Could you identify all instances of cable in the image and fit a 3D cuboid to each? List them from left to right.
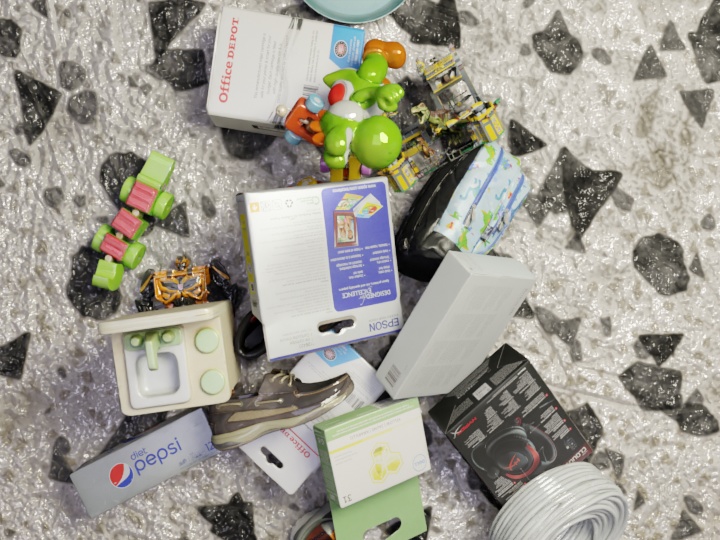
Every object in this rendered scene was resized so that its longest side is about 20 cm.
[{"bbox_3d":[0.267,0.351,0.993,0.199,0.069,0.201,32,99,-39],"label":"cable"}]

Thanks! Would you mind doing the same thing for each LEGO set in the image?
[{"bbox_3d":[0.085,-0.209,0.975,0.198,0.155,0.117,-24,119,23],"label":"LEGO set"}]

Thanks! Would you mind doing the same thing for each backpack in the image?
[{"bbox_3d":[0.138,-0.084,1.000,0.151,0.163,0.203,21,77,-10],"label":"backpack"}]

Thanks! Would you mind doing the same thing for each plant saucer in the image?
[{"bbox_3d":[-0.010,-0.450,1.052,0.196,0.027,0.205,0,88,-4],"label":"plant saucer"}]

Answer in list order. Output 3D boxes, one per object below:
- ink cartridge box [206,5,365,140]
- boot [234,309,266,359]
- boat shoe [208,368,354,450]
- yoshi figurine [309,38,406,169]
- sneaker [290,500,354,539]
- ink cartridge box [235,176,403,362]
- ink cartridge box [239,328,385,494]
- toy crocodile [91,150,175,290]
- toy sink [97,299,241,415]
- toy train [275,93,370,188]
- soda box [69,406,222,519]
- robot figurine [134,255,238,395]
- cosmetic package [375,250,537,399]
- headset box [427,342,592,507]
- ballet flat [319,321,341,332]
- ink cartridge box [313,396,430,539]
[{"bbox_3d":[-0.101,-0.263,1.015,0.196,0.084,0.149,9,88,-3],"label":"ink cartridge box"},{"bbox_3d":[-0.095,0.030,0.982,0.072,0.144,0.201,35,86,0],"label":"boot"},{"bbox_3d":[-0.105,0.165,0.947,0.197,0.074,0.075,-20,89,-5],"label":"boat shoe"},{"bbox_3d":[0.016,-0.187,0.892,0.110,0.202,0.113,-12,130,32],"label":"yoshi figurine"},{"bbox_3d":[-0.013,0.331,1.015,0.200,0.079,0.074,-43,90,-4],"label":"sneaker"},{"bbox_3d":[-0.046,-0.007,0.926,0.194,0.047,0.204,-9,98,-27],"label":"ink cartridge box"},{"bbox_3d":[-0.068,0.190,1.018,0.116,0.067,0.200,42,87,-2],"label":"ink cartridge box"},{"bbox_3d":[-0.313,-0.068,1.011,0.067,0.062,0.202,28,87,-3],"label":"toy crocodile"},{"bbox_3d":[-0.220,0.103,0.887,0.128,0.200,0.114,-8,90,-5],"label":"toy sink"},{"bbox_3d":[-0.069,-0.144,0.986,0.148,0.056,0.201,24,130,-17],"label":"toy train"},{"bbox_3d":[-0.285,0.255,1.007,0.197,0.063,0.069,-27,92,-3],"label":"soda box"},{"bbox_3d":[-0.234,0.080,1.015,0.142,0.058,0.204,-8,90,-4],"label":"robot figurine"},{"bbox_3d":[0.125,0.074,0.960,0.052,0.149,0.202,48,119,38],"label":"cosmetic package"},{"bbox_3d":[0.211,0.228,1.010,0.148,0.075,0.201,-40,109,-3],"label":"headset box"},{"bbox_3d":[0.000,0.000,1.014,0.068,0.068,0.203,31,73,-31],"label":"ballet flat"},{"bbox_3d":[0.025,0.281,0.975,0.143,0.048,0.204,-14,96,-27],"label":"ink cartridge box"}]
